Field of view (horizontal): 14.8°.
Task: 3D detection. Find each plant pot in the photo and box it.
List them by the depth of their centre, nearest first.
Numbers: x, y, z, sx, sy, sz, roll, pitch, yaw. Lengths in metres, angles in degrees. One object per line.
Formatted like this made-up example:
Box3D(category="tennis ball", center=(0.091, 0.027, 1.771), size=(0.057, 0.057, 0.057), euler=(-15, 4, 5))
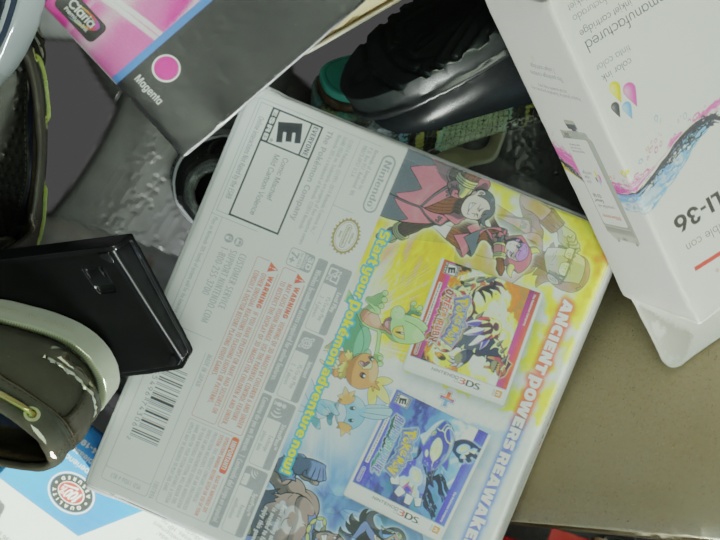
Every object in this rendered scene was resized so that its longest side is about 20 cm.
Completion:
Box3D(category="plant pot", center=(0.160, 0.061, 1.311), size=(0.200, 0.200, 0.135), euler=(7, 84, -11))

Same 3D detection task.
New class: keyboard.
Box3D(category="keyboard", center=(-0.180, 0.004, 1.238), size=(0.200, 0.021, 0.127), euler=(-7, 129, 31))

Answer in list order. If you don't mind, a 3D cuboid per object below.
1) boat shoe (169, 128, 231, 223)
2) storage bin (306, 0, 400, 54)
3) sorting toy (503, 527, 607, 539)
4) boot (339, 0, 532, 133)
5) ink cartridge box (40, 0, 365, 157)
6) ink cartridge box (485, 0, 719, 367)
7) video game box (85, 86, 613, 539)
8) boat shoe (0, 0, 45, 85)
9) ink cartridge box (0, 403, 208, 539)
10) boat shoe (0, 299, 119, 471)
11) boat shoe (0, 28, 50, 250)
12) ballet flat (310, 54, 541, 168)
Box3D(category="boat shoe", center=(0.001, -0.002, 1.321), size=(0.199, 0.068, 0.074), euler=(35, 96, -15))
Box3D(category="storage bin", center=(-0.008, -0.231, 1.253), size=(0.199, 0.094, 0.200), euler=(-31, 106, -2))
Box3D(category="sorting toy", center=(0.127, 0.178, 1.315), size=(0.199, 0.200, 0.070), euler=(24, 76, -23))
Box3D(category="boot", center=(0.111, -0.073, 1.246), size=(0.200, 0.076, 0.168), euler=(-34, 118, -7))
Box3D(category="ink cartridge box", center=(-0.035, -0.148, 1.202), size=(0.200, 0.037, 0.095), euler=(-40, 103, 10))
Box3D(category="ink cartridge box", center=(0.149, -0.061, 1.181), size=(0.116, 0.067, 0.200), euler=(-33, 112, -15))
Box3D(category="video game box", center=(-0.001, 0.040, 1.243), size=(0.182, 0.047, 0.200), euler=(23, 89, 11))
Box3D(category="boat shoe", center=(-0.220, -0.091, 1.212), size=(0.091, 0.071, 0.200), euler=(0, 144, -49))
Box3D(category="ink cartridge box", center=(-0.154, 0.169, 1.327), size=(0.146, 0.086, 0.200), euler=(38, 95, -15))
Box3D(category="boat shoe", center=(-0.210, 0.043, 1.232), size=(0.202, 0.060, 0.072), euler=(10, 136, 17))
Box3D(category="boat shoe", center=(-0.183, -0.024, 1.290), size=(0.072, 0.061, 0.201), euler=(5, 102, -10))
Box3D(category="ballet flat", center=(0.074, -0.086, 1.323), size=(0.200, 0.074, 0.074), euler=(-11, 105, -5))
